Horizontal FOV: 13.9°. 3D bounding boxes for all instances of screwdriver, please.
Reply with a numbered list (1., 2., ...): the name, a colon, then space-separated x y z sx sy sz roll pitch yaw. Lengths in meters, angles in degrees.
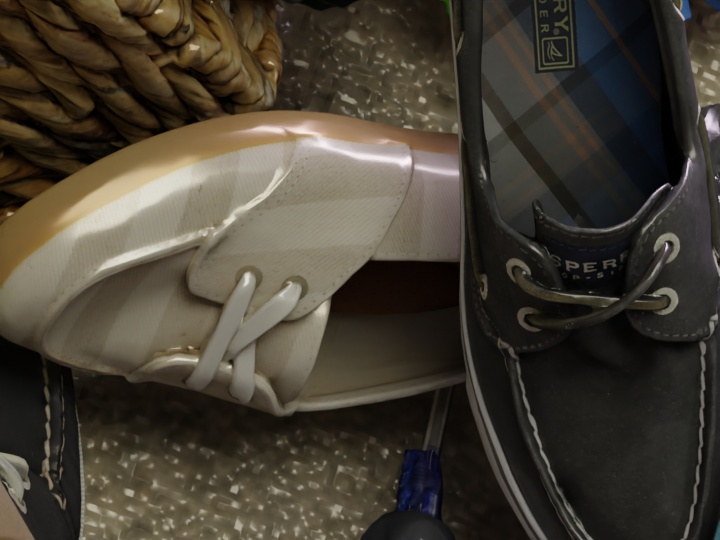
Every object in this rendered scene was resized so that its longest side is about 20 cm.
1. screwdriver: 0.017 0.037 0.784 0.029 0.028 0.200 -2 49 12

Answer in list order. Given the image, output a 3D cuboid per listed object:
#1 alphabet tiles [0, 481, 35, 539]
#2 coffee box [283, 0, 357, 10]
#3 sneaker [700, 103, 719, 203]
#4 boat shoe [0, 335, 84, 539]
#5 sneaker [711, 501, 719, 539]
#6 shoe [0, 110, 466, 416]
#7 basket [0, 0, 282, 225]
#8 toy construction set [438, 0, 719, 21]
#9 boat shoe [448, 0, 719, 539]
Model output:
1. alphabet tiles: -0.138 0.051 0.592 0.167 0.008 0.200 -45 112 -49
2. coffee box: -0.051 -0.169 0.750 0.044 0.123 0.200 -26 79 16
3. sneaker: 0.144 0.037 0.774 0.200 0.091 0.076 40 50 -8
4. boat shoe: -0.103 0.073 0.691 0.074 0.060 0.200 18 55 -9
5. sneaker: 0.128 0.050 0.664 0.079 0.096 0.200 1 91 -19
6. shoe: 0.000 0.000 0.741 0.200 0.070 0.053 -6 49 -32
7. basket: -0.122 -0.103 0.776 0.149 0.143 0.200 -27 59 16
8. toy construction set: 0.035 -0.151 0.851 0.131 0.092 0.200 -13 61 -51
9. boat shoe: 0.055 -0.016 0.694 0.070 0.066 0.200 -3 93 6
